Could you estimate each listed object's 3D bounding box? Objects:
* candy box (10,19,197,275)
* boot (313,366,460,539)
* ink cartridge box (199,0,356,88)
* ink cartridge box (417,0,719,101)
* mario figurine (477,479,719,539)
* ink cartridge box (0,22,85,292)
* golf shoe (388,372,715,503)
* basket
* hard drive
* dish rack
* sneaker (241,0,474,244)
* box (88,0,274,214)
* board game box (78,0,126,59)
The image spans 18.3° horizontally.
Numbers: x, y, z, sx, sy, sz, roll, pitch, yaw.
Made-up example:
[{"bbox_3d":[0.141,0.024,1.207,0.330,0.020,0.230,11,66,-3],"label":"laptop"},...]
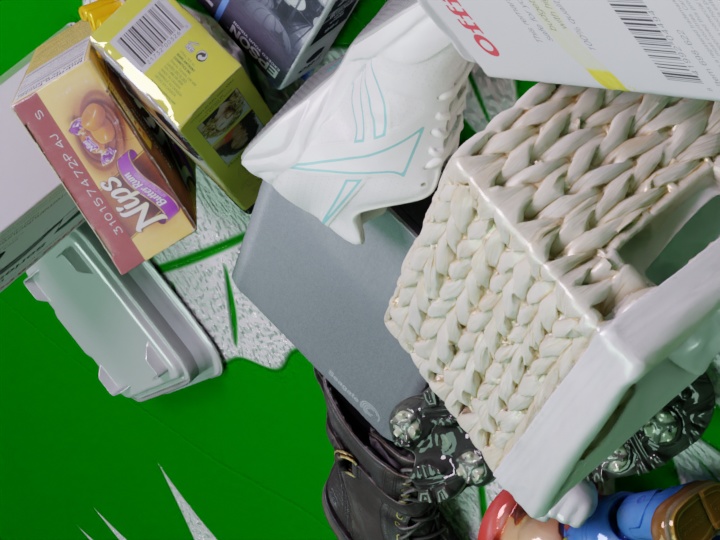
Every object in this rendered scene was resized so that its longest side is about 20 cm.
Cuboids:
[{"bbox_3d":[-0.147,-0.081,1.329,0.117,0.056,0.200,58,-175,-15],"label":"candy box"},{"bbox_3d":[0.034,0.162,1.462,0.200,0.069,0.174,44,158,20],"label":"boot"},{"bbox_3d":[-0.048,-0.158,1.132,0.100,0.039,0.200,48,159,4],"label":"ink cartridge box"},{"bbox_3d":[0.087,-0.143,0.829,0.145,0.084,0.200,49,161,-30],"label":"ink cartridge box"},{"bbox_3d":[0.128,0.167,1.234,0.200,0.106,0.124,-10,87,58],"label":"mario figurine"},{"bbox_3d":[-0.235,-0.062,1.516,0.084,0.146,0.200,47,159,3],"label":"ink cartridge box"},{"bbox_3d":[0.108,0.067,1.178,0.199,0.088,0.078,-13,97,41],"label":"golf shoe"},{"bbox_3d":[0.101,0.000,0.992,0.123,0.135,0.200,47,158,12],"label":"basket"},{"bbox_3d":[0.000,0.000,1.217,0.140,0.033,0.200,45,153,11],"label":"hard drive"},{"bbox_3d":[-0.193,0.032,1.724,0.172,0.044,0.200,52,159,-6],"label":"dish rack"},{"bbox_3d":[0.023,-0.084,1.059,0.080,0.070,0.200,44,139,-4],"label":"sneaker"},{"bbox_3d":[-0.087,-0.091,1.232,0.075,0.050,0.200,45,178,14],"label":"box"},{"bbox_3d":[-0.156,-0.234,1.179,0.201,0.026,0.200,63,161,12],"label":"board game box"}]
